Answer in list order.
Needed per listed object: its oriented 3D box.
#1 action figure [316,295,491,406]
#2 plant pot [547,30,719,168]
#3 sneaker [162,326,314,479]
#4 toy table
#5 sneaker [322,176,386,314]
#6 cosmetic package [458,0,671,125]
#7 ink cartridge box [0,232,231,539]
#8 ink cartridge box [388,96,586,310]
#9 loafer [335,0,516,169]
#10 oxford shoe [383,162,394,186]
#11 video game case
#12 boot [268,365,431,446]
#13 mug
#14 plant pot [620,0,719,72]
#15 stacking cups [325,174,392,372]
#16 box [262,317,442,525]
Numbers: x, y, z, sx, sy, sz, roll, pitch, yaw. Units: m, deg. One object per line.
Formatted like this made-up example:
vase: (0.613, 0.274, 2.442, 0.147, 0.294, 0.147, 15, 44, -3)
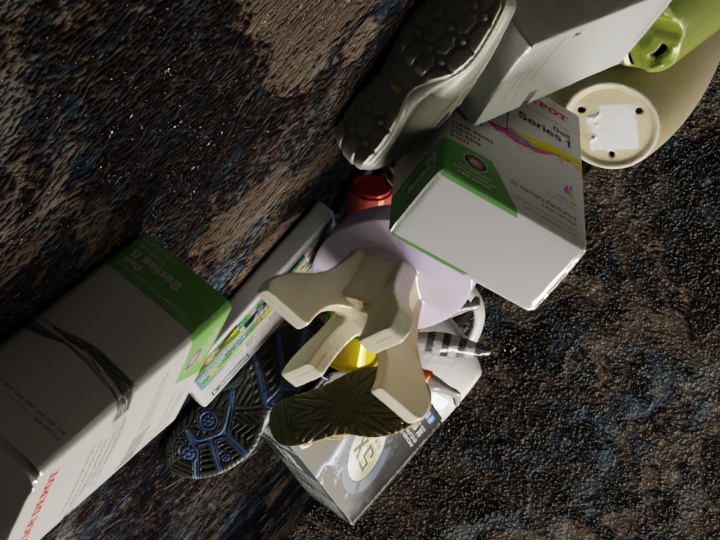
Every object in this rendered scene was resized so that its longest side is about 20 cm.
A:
action figure: (0.039, 0.036, 1.895, 0.105, 0.193, 0.201, -155, -99, -70)
plant pot: (0.255, -0.188, 1.761, 0.188, 0.187, 0.200, -56, -172, 35)
sneaker: (-0.114, 0.133, 1.808, 0.200, 0.076, 0.077, -41, -177, 6)
toy table: (0.008, 0.033, 1.584, 0.117, 0.184, 0.200, -59, -174, -32)
sneaker: (0.035, -0.020, 1.790, 0.200, 0.093, 0.070, -51, -157, 22)
cosmetic package: (0.160, -0.207, 1.506, 0.200, 0.081, 0.113, -24, 162, -36)
ink cartridge box: (-0.191, 0.089, 1.183, 0.200, 0.084, 0.146, -42, 168, -44)
ink cartridge box: (0.108, -0.083, 1.531, 0.084, 0.144, 0.200, -51, -161, 33)
loafer: (0.057, -0.158, 1.438, 0.200, 0.070, 0.070, -45, 162, 33)
oxford shoe: (0.083, -0.070, 1.635, 0.075, 0.200, 0.058, -31, 138, -17)
video game case: (-0.094, 0.035, 1.676, 0.200, 0.022, 0.182, -48, 171, -8)
boot: (0.021, 0.128, 1.791, 0.174, 0.066, 0.200, -9, 176, 24)
mug: (0.067, 0.082, 2.187, 0.200, 0.175, 0.148, -53, 171, 23)
plant pot: (0.290, -0.283, 1.648, 0.190, 0.200, 0.200, -47, 171, -24)
stacking cups: (0.000, 0.000, 1.727, 0.060, 0.060, 0.201, -40, 145, -49)
box: (-0.022, 0.157, 2.025, 0.164, 0.086, 0.200, -47, 134, -15)
